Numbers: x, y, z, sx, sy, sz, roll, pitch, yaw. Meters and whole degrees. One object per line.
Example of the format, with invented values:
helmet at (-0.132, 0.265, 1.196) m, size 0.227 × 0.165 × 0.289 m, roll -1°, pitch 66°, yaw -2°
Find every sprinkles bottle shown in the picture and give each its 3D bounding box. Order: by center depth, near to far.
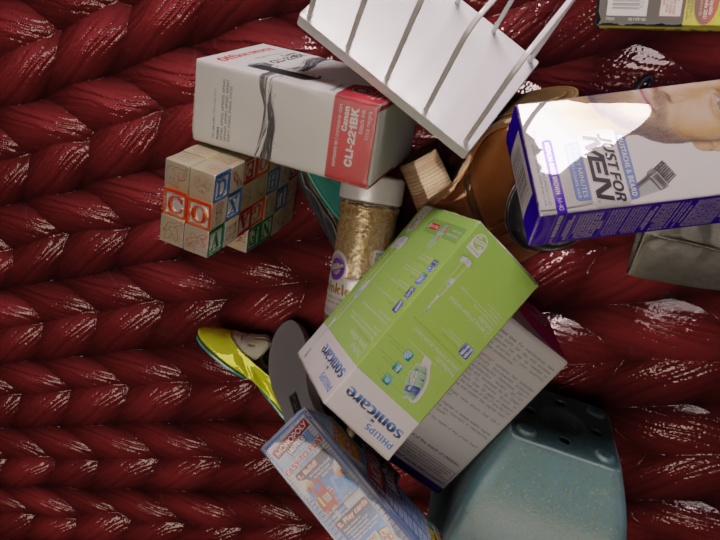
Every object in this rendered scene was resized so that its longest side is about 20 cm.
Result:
sprinkles bottle at (0.000, 0.000, 0.745) m, size 0.067 × 0.068 × 0.205 m, roll 11°, pitch 98°, yaw 19°

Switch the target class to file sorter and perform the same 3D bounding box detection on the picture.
file sorter at (0.069, -0.236, 0.618) m, size 0.199 × 0.139 × 0.125 m, roll 39°, pitch 154°, yaw 4°

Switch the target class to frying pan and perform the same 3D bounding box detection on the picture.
frying pan at (0.226, -0.087, 0.689) m, size 0.189 × 0.031 × 0.115 m, roll -36°, pitch 128°, yaw 7°

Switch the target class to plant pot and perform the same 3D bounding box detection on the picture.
plant pot at (0.188, 0.244, 0.766) m, size 0.192 × 0.197 × 0.204 m, roll 18°, pitch 113°, yaw 5°

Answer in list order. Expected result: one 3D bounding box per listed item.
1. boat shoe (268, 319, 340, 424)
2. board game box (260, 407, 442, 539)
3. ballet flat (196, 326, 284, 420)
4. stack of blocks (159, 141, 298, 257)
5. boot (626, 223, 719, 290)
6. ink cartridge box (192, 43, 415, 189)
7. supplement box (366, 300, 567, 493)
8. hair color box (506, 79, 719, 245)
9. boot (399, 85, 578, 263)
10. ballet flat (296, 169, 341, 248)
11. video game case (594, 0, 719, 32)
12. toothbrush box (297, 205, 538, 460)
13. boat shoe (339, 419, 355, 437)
boat shoe at (-0.066, 0.156, 0.878) m, size 0.068 × 0.203 × 0.056 m, roll -34°, pitch 142°, yaw 22°
board game box at (-0.006, 0.211, 0.700) m, size 0.062 × 0.200 × 0.200 m, roll -42°, pitch 95°, yaw 3°
ballet flat at (-0.127, 0.128, 0.942) m, size 0.200 × 0.067 × 0.067 m, roll 43°, pitch 101°, yaw -2°
stack of blocks at (-0.134, -0.084, 0.763) m, size 0.058 × 0.200 × 0.117 m, roll 19°, pitch 118°, yaw 14°
boot at (0.366, -0.046, 0.645) m, size 0.197 × 0.072 × 0.185 m, roll 23°, pitch 118°, yaw 21°
ink cartridge box at (-0.053, -0.165, 0.724) m, size 0.196 × 0.144 × 0.085 m, roll 17°, pitch 117°, yaw 15°
supplement box at (0.104, 0.113, 0.735) m, size 0.103 × 0.102 × 0.201 m, roll 34°, pitch 110°, yaw -11°
hair color box at (0.235, -0.093, 0.605) m, size 0.195 × 0.065 × 0.112 m, roll -7°, pitch 67°, yaw -1°
boot at (0.154, -0.084, 0.721) m, size 0.197 × 0.074 × 0.156 m, roll -23°, pitch 109°, yaw 29°
ballet flat at (-0.013, -0.049, 0.809) m, size 0.072 × 0.073 × 0.202 m, roll -24°, pitch 104°, yaw 30°
video game case at (0.297, -0.304, 0.579) m, size 0.177 × 0.025 × 0.204 m, roll 9°, pitch 114°, yaw 21°
toothbrush box at (0.044, 0.047, 0.653) m, size 0.086 × 0.146 × 0.200 m, roll 43°, pitch 87°, yaw -17°
boat shoe at (0.003, 0.161, 0.872) m, size 0.063 × 0.071 × 0.205 m, roll -6°, pitch 105°, yaw -11°
